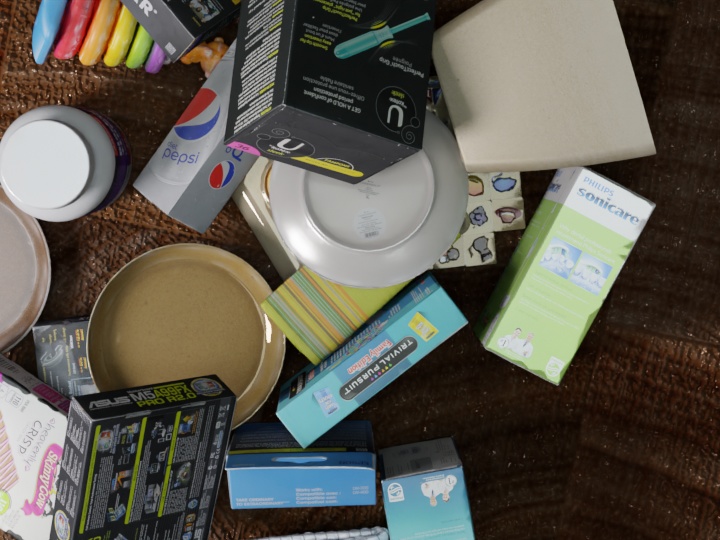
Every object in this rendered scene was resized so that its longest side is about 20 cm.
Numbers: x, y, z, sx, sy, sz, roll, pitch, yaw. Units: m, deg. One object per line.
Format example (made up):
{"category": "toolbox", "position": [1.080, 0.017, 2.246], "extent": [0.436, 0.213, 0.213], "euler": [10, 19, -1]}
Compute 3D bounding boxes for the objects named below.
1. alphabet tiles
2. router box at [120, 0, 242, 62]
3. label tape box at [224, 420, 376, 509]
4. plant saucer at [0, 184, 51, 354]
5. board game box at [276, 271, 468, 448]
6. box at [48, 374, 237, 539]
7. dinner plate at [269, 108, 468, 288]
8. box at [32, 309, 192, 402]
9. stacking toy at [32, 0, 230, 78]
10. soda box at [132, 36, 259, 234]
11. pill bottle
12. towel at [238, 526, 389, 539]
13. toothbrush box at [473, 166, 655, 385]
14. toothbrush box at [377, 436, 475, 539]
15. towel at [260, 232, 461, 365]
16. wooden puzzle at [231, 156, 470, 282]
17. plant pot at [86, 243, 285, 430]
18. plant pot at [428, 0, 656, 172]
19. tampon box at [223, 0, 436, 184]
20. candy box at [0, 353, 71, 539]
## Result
{"category": "alphabet tiles", "position": [0.082, -0.101, 1.582], "extent": [0.166, 0.006, 0.200], "euler": [-6, 95, -1]}
{"category": "router box", "position": [-0.187, -0.324, 1.490], "extent": [0.200, 0.052, 0.157], "euler": [50, 51, -4]}
{"category": "label tape box", "position": [-0.057, 0.198, 1.508], "extent": [0.143, 0.200, 0.066], "euler": [-1, 97, -1]}
{"category": "plant saucer", "position": [-0.416, -0.002, 1.568], "extent": [0.200, 0.032, 0.200], "euler": [0, 94, -1]}
{"category": "board game box", "position": [0.010, 0.086, 1.524], "extent": [0.200, 0.151, 0.047], "euler": [-38, 95, 3]}
{"category": "box", "position": [-0.213, 0.204, 1.476], "extent": [0.160, 0.044, 0.200], "euler": [-7, 122, -36]}
{"category": "dinner plate", "position": [0.008, -0.082, 1.513], "extent": [0.200, 0.024, 0.200], "euler": [0, 84, 4]}
{"category": "box", "position": [-0.246, 0.144, 1.574], "extent": [0.158, 0.050, 0.200], "euler": [-7, 95, 0]}
{"category": "stacking toy", "position": [-0.220, -0.240, 1.525], "extent": [0.200, 0.110, 0.116], "euler": [17, 77, -15]}
{"category": "soda box", "position": [-0.137, -0.140, 1.532], "extent": [0.063, 0.068, 0.200], "euler": [38, 95, 33]}
{"category": "pill bottle", "position": [-0.288, -0.104, 1.476], "extent": [0.111, 0.200, 0.111], "euler": [0, 95, -2]}
{"category": "towel", "position": [-0.057, 0.359, 1.560], "extent": [0.200, 0.086, 0.166], "euler": [-4, 115, -2]}
{"category": "toothbrush box", "position": [0.199, 0.000, 1.523], "extent": [0.086, 0.146, 0.200], "euler": [26, 93, -3]}
{"category": "toothbrush box", "position": [0.076, 0.284, 1.546], "extent": [0.085, 0.146, 0.200], "euler": [-11, 96, 0]}
{"category": "towel", "position": [0.000, 0.000, 1.535], "extent": [0.200, 0.018, 0.086], "euler": [-41, 99, -1]}
{"category": "wooden puzzle", "position": [-0.015, -0.071, 1.557], "extent": [0.200, 0.046, 0.185], "euler": [-31, 94, 4]}
{"category": "plant pot", "position": [-0.175, 0.072, 1.532], "extent": [0.200, 0.027, 0.200], "euler": [-1, 93, -15]}
{"category": "plant pot", "position": [0.171, -0.187, 1.489], "extent": [0.177, 0.200, 0.200], "euler": [-16, 94, 9]}
{"category": "tampon box", "position": [-0.027, -0.205, 1.435], "extent": [0.150, 0.126, 0.200], "euler": [16, 70, -27]}
{"category": "candy box", "position": [-0.338, 0.184, 1.524], "extent": [0.200, 0.061, 0.136], "euler": [33, 97, 1]}
